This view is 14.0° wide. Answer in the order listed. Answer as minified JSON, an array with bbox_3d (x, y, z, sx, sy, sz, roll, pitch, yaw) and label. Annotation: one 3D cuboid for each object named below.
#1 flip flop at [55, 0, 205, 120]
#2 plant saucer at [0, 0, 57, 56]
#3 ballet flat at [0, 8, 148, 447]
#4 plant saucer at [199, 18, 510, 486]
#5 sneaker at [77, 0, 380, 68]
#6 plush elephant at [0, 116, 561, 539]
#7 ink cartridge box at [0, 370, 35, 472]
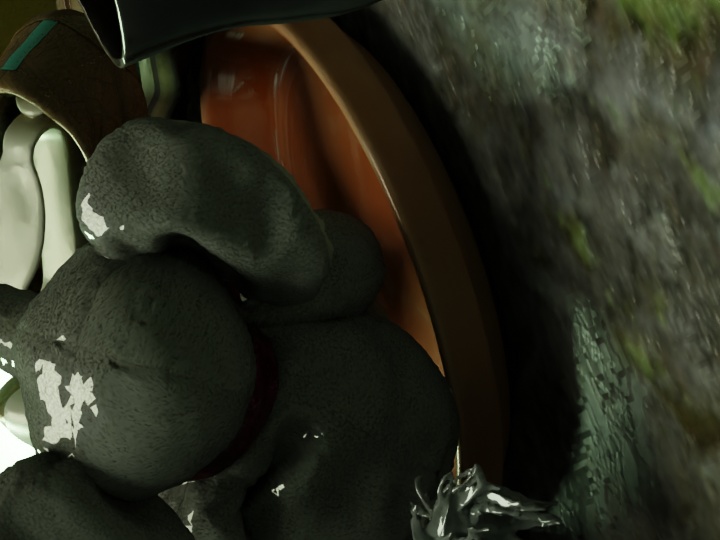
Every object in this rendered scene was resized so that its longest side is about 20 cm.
[{"bbox_3d":[-0.080,-0.099,1.041,0.200,0.057,0.081,109,180,-70],"label":"flip flop"},{"bbox_3d":[-0.127,-0.092,1.183,0.200,0.048,0.200,-113,10,-58],"label":"plant saucer"},{"bbox_3d":[-0.097,0.013,0.991,0.068,0.072,0.200,7,115,28],"label":"ballet flat"},{"bbox_3d":[0.000,0.000,1.001,0.200,0.032,0.201,54,156,39],"label":"plant saucer"},{"bbox_3d":[-0.047,-0.159,0.842,0.075,0.106,0.200,33,140,62],"label":"sneaker"},{"bbox_3d":[-0.056,0.039,0.879,0.155,0.165,0.200,32,168,-34],"label":"plush elephant"},{"bbox_3d":[-0.114,0.065,1.125,0.146,0.048,0.200,47,143,6],"label":"ink cartridge box"}]
